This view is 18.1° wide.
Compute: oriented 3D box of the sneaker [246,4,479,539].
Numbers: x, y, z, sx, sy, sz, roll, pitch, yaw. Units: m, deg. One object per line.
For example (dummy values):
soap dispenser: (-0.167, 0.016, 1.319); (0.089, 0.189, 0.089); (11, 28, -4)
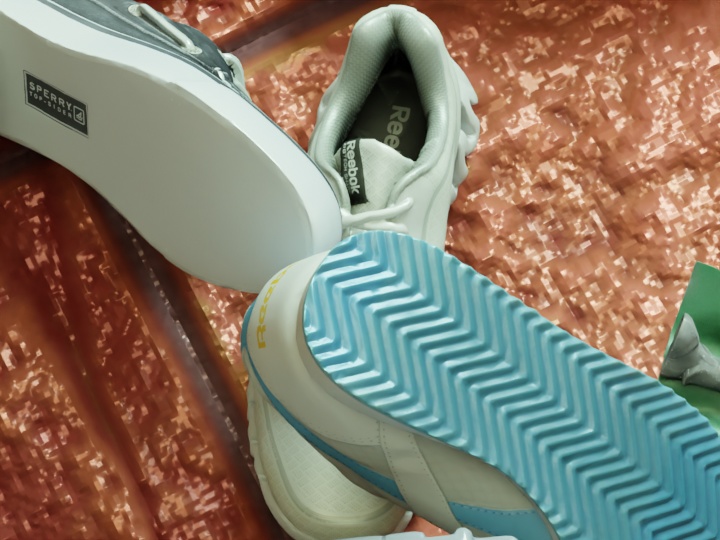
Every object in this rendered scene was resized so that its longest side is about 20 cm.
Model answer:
sneaker: (0.000, 0.000, 0.804); (0.075, 0.081, 0.201); (6, 73, 2)

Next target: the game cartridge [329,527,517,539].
game cartridge: (-0.048, 0.146, 0.673); (0.199, 0.042, 0.133); (-7, 51, 9)

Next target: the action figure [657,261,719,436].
action figure: (0.196, 0.076, 0.787); (0.199, 0.055, 0.118); (19, 73, 5)

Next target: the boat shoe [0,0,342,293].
boat shoe: (-0.071, -0.058, 0.812); (0.200, 0.072, 0.068); (28, 39, 35)

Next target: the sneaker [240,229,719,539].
sneaker: (0.050, 0.059, 0.744); (0.200, 0.081, 0.077); (40, 68, -16)
